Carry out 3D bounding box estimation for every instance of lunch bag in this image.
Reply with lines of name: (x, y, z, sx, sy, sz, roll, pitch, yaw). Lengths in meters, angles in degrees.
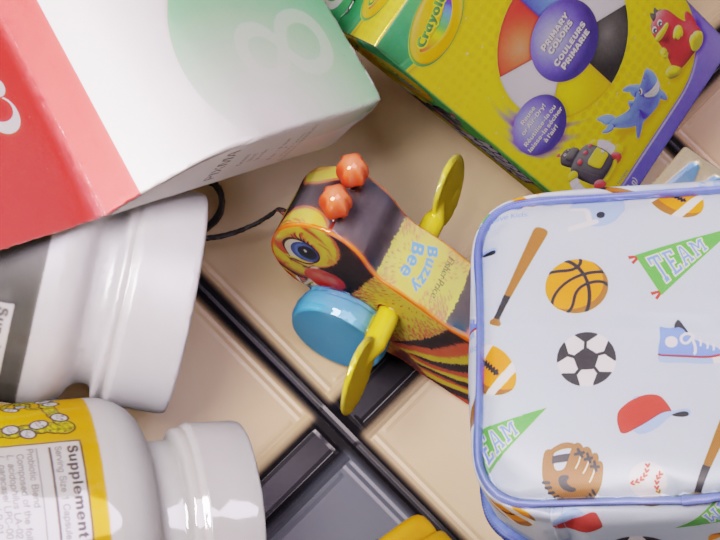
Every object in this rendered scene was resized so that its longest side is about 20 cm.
lunch bag: (0.143, 0.035, 0.720, 0.198, 0.076, 0.162, -2, 61, 10)

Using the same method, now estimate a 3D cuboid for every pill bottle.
pill bottle: (-0.169, -0.008, 0.736, 0.198, 0.114, 0.115, 12, 64, -10)
pill bottle: (-0.142, 0.109, 0.693, 0.198, 0.113, 0.114, -4, 68, -17)

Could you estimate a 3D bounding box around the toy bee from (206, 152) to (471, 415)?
toy bee: (0.000, 0.000, 0.786, 0.198, 0.109, 0.132, 9, 66, -12)

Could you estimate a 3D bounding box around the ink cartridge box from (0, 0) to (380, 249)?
ink cartridge box: (-0.107, -0.106, 0.715, 0.199, 0.050, 0.162, -20, 76, -43)

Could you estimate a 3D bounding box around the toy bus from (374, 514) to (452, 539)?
toy bus: (-0.029, 0.174, 0.715, 0.199, 0.078, 0.065, -33, 78, -26)

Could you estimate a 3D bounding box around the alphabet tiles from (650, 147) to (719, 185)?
alphabet tiles: (0.165, 0.036, 0.759, 0.166, 0.006, 0.200, 37, 76, 24)

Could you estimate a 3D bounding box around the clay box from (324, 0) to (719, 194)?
clay box: (0.075, -0.116, 0.815, 0.199, 0.048, 0.115, 34, 89, -36)
